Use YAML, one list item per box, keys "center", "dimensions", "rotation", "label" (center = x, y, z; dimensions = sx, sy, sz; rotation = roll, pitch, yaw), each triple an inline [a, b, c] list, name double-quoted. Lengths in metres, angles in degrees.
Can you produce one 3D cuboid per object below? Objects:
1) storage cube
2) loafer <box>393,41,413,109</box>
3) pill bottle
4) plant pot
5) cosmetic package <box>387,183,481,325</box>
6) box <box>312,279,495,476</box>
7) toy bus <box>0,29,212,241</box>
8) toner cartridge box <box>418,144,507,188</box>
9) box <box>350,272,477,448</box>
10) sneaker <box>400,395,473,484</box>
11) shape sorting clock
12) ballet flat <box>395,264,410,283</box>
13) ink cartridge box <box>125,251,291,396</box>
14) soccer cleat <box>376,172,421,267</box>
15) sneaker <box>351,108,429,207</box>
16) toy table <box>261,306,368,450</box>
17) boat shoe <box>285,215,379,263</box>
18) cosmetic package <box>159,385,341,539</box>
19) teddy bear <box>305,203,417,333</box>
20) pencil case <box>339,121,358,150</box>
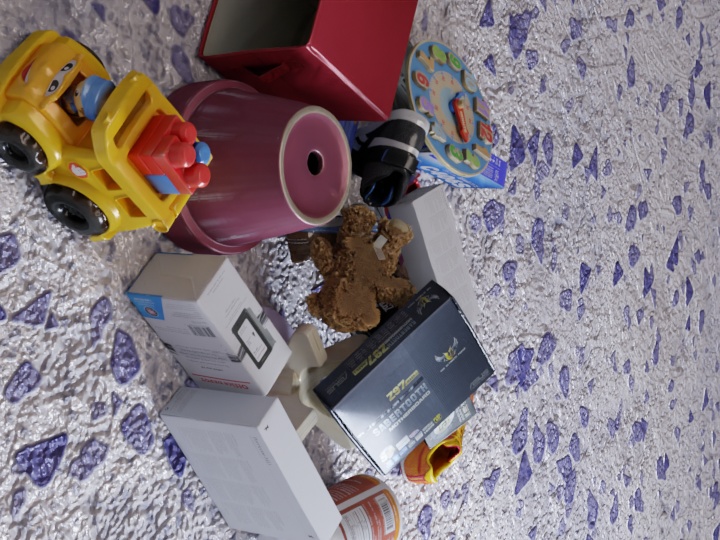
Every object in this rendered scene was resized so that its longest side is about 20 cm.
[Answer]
- center: [-0.059, -0.291, 1.262]
  dimensions: [0.179, 0.169, 0.203]
  rotation: [32, 66, -51]
  label: "storage cube"
- center: [0.065, -0.295, 1.513]
  dimensions: [0.070, 0.069, 0.201]
  rotation: [-57, 134, -34]
  label: "loafer"
- center: [-0.042, 0.344, 1.376]
  dimensions: [0.199, 0.111, 0.114]
  rotation: [-11, 101, -52]
  label: "pill bottle"
- center: [-0.116, -0.116, 1.188]
  dimensions: [0.199, 0.177, 0.204]
  rotation: [-5, 96, -52]
  label: "plant pot"
- center: [0.103, -0.010, 1.462]
  dimensions: [0.082, 0.050, 0.203]
  rotation: [-30, 107, -46]
  label: "cosmetic package"
- center: [0.057, 0.133, 1.286]
  dimensions: [0.200, 0.051, 0.158]
  rotation: [-42, 131, -9]
  label: "box"
- center: [-0.234, -0.129, 1.016]
  dimensions: [0.201, 0.190, 0.137]
  rotation: [54, 53, -39]
  label: "toy bus"
- center: [0.135, -0.170, 1.599]
  dimensions: [0.199, 0.094, 0.044]
  rotation: [19, 77, -52]
  label: "toner cartridge box"
- center: [0.059, 0.112, 1.424]
  dimensions: [0.086, 0.164, 0.201]
  rotation: [-33, 133, -10]
  label: "box"
- center: [0.137, 0.261, 1.645]
  dimensions: [0.201, 0.076, 0.074]
  rotation: [-53, 130, -40]
  label: "sneaker"
- center: [0.129, -0.229, 1.484]
  dimensions: [0.199, 0.039, 0.203]
  rotation: [29, 53, -47]
  label: "shape sorting clock"
- center: [0.071, 0.041, 1.538]
  dimensions: [0.199, 0.065, 0.071]
  rotation: [23, 105, -50]
  label: "ballet flat"
- center: [-0.159, 0.074, 1.193]
  dimensions: [0.068, 0.115, 0.201]
  rotation: [-57, 135, -32]
  label: "ink cartridge box"
- center: [0.079, -0.059, 1.546]
  dimensions: [0.068, 0.072, 0.202]
  rotation: [-49, 129, -40]
  label: "soccer cleat"
- center: [0.016, -0.129, 1.377]
  dimensions: [0.072, 0.200, 0.113]
  rotation: [23, 72, -14]
  label: "sneaker"
- center: [-0.078, 0.138, 1.309]
  dimensions: [0.185, 0.116, 0.201]
  rotation: [-60, 137, -32]
  label: "toy table"
- center: [-0.027, -0.036, 1.415]
  dimensions: [0.198, 0.072, 0.074]
  rotation: [3, 95, -44]
  label: "boat shoe"
- center: [-0.125, 0.227, 1.221]
  dimensions: [0.052, 0.149, 0.202]
  rotation: [-52, 131, -37]
  label: "cosmetic package"
- center: [0.000, 0.000, 1.312]
  dimensions: [0.143, 0.067, 0.202]
  rotation: [12, 54, -17]
  label: "teddy bear"
- center: [-0.040, -0.179, 1.366]
  dimensions: [0.078, 0.086, 0.203]
  rotation: [35, 64, -45]
  label: "pencil case"
